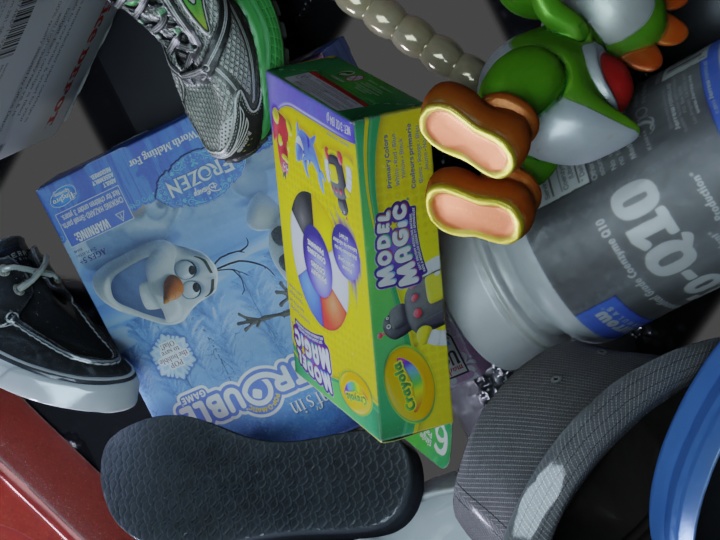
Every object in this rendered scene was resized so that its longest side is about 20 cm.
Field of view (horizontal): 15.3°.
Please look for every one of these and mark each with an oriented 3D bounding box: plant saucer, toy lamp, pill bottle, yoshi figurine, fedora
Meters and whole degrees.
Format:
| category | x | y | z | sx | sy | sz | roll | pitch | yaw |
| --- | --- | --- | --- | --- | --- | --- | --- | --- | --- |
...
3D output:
| category | x | y | z | sx | sy | sz | roll | pitch | yaw |
| --- | --- | --- | --- | --- | --- | --- | --- | --- | --- |
| plant saucer | -0.214 | 0.199 | 1.626 | 0.200 | 0.037 | 0.200 | 44 | 115 | 3 |
| toy lamp | 0.003 | -0.143 | 1.434 | 0.200 | 0.058 | 0.058 | 36 | 114 | 3 |
| pill bottle | 0.141 | -0.032 | 1.388 | 0.199 | 0.114 | 0.114 | -28 | 96 | 25 |
| yoshi figurine | 0.083 | -0.114 | 1.346 | 0.112 | 0.200 | 0.112 | -19 | 118 | 49 |
| fedora | 0.121 | 0.096 | 1.366 | 0.090 | 0.199 | 0.178 | 35 | 140 | 35 |

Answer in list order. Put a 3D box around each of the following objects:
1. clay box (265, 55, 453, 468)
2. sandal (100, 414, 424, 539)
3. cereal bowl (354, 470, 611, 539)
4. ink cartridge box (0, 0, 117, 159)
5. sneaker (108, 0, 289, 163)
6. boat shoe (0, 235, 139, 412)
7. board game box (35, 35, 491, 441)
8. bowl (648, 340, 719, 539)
| category | x | y | z | sx | sy | sz | roll | pitch | yaw |
| --- | --- | --- | --- | --- | --- | --- | --- | --- | --- |
| clay box | 0.000 | 0.000 | 1.394 | 0.047 | 0.115 | 0.201 | -13 | 111 | -22 |
| sandal | -0.056 | 0.124 | 1.487 | 0.199 | 0.043 | 0.077 | 2 | 76 | 26 |
| cereal bowl | 0.086 | 0.198 | 1.495 | 0.199 | 0.083 | 0.202 | 5 | 107 | 18 |
| ink cartridge box | -0.212 | -0.130 | 1.434 | 0.084 | 0.200 | 0.147 | 34 | 113 | 10 |
| sneaker | -0.105 | -0.148 | 1.409 | 0.078 | 0.085 | 0.201 | -12 | 105 | 47 |
| boat shoe | -0.203 | 0.015 | 1.533 | 0.199 | 0.072 | 0.068 | 30 | 114 | 30 |
| board game box | -0.053 | 0.001 | 1.504 | 0.199 | 0.043 | 0.200 | -24 | 99 | 24 |
| bowl | 0.221 | 0.085 | 1.359 | 0.039 | 0.200 | 0.202 | 33 | 117 | 37 |
